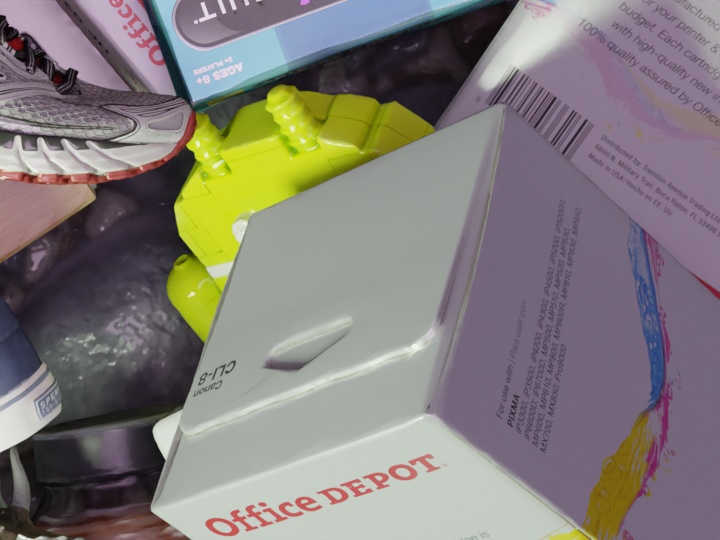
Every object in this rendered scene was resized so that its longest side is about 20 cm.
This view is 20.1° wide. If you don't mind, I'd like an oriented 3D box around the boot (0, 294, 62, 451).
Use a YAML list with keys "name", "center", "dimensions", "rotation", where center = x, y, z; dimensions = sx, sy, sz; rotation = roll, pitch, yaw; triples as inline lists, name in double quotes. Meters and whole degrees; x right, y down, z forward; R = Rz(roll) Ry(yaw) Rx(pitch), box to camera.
- name: "boot"
  center: [-0.226, 0.056, 0.815]
  dimensions: [0.199, 0.073, 0.091]
  rotation: [-25, 102, 3]

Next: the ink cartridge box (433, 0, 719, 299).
- name: "ink cartridge box"
  center: [0.135, -0.082, 0.857]
  dimensions: [0.147, 0.086, 0.200]
  rotation: [37, 113, 4]

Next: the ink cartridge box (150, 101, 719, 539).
- name: "ink cartridge box"
  center: [0.052, 0.065, 0.768]
  dimensions: [0.200, 0.145, 0.145]
  rotation: [40, 48, -30]

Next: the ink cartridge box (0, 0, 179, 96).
- name: "ink cartridge box"
  center: [-0.077, -0.143, 0.894]
  dimensions: [0.200, 0.068, 0.115]
  rotation: [-42, 95, -7]

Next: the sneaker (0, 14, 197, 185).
- name: "sneaker"
  center: [-0.160, -0.083, 0.788]
  dimensions: [0.199, 0.078, 0.082]
  rotation: [15, 95, -9]

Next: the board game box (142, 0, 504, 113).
- name: "board game box"
  center: [-0.037, -0.185, 0.843]
  dimensions: [0.151, 0.047, 0.201]
  rotation: [-21, 91, -9]

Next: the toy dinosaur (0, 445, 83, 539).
- name: "toy dinosaur"
  center: [-0.121, 0.176, 0.785]
  dimensions: [0.102, 0.077, 0.201]
  rotation: [-29, 104, -52]

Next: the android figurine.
- name: "android figurine"
  center: [0.000, 0.000, 0.863]
  dimensions: [0.200, 0.182, 0.041]
  rotation: [54, 40, -33]

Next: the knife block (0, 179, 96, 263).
- name: "knife block"
  center: [-0.209, -0.028, 0.862]
  dimensions: [0.175, 0.064, 0.200]
  rotation: [-32, 103, -3]

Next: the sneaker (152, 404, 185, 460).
- name: "sneaker"
  center: [-0.010, 0.107, 0.861]
  dimensions: [0.075, 0.200, 0.081]
  rotation: [-26, 64, 30]

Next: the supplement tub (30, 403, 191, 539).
- name: "supplement tub"
  center: [-0.090, 0.162, 0.873]
  dimensions: [0.107, 0.107, 0.201]
  rotation: [-9, 92, -10]
